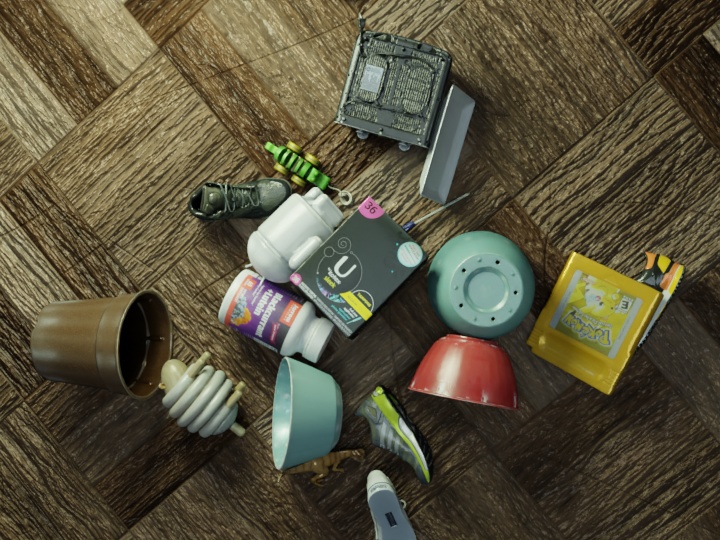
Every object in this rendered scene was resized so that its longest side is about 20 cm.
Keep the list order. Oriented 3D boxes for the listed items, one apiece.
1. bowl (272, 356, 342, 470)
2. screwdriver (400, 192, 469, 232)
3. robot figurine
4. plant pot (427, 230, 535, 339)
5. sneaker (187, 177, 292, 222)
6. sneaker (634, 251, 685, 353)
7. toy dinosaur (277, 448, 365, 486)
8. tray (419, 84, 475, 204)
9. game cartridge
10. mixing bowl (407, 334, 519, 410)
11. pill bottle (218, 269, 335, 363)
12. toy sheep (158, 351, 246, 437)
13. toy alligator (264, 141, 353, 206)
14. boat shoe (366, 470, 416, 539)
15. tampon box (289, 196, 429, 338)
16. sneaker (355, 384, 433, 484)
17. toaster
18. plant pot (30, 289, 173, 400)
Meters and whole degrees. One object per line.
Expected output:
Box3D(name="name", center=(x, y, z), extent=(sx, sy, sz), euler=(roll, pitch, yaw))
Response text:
Box3D(name="bowl", center=(-0.095, 0.261, 1.344), extent=(0.104, 0.201, 0.203), euler=(6, 93, -14))
Box3D(name="screwdriver", center=(0.114, -0.098, 1.380), extent=(0.199, 0.028, 0.029), euler=(-33, 60, 4))
Box3D(name="robot figurine", center=(-0.125, -0.058, 1.345), extent=(0.200, 0.170, 0.113), euler=(-43, 121, -1))
Box3D(name="plant pot", center=(0.218, 0.030, 1.306), extent=(0.198, 0.161, 0.203), euler=(0, 92, 5))
Box3D(name="sneaker", center=(-0.227, -0.130, 1.369), extent=(0.197, 0.114, 0.077), euler=(-6, 93, 4))
Box3D(name="sneaker", center=(0.501, 0.062, 1.335), extent=(0.090, 0.070, 0.201), euler=(33, 98, 23))
Box3D(name="toy dinosaur", center=(-0.088, 0.361, 1.372), extent=(0.198, 0.107, 0.061), euler=(-10, 57, -31))
Box3D(name="tray", center=(0.152, -0.226, 1.338), extent=(0.022, 0.107, 0.202), euler=(18, 94, 29))
Box3D(name="game cartridge", center=(0.413, 0.092, 1.320), extent=(0.175, 0.032, 0.201), euler=(29, 95, 28))
Box3D(name="mixing bowl", center=(0.191, 0.175, 1.305), extent=(0.198, 0.200, 0.110), euler=(11, 83, 5))
Box3D(name="pill bottle", center=(-0.152, 0.090, 1.369), extent=(0.199, 0.111, 0.112), euler=(27, 94, 4))
Box3D(name="toy sheep", center=(-0.292, 0.241, 1.382), extent=(0.200, 0.138, 0.138), euler=(42, 95, -3))
Box3D(name="toy alligator", center=(-0.099, -0.184, 1.382), extent=(0.199, 0.054, 0.060), euler=(34, 95, 3))
Box3D(name="boat shoe", center=(0.050, 0.453, 1.385), extent=(0.074, 0.086, 0.203), euler=(-20, 119, 1))
Box3D(name="tampon box", center=(0.000, 0.000, 1.304), extent=(0.150, 0.126, 0.200), euler=(44, 87, 5))
Box3D(name="sneaker", center=(0.067, 0.316, 1.383), extent=(0.081, 0.074, 0.201), euler=(-36, 81, 12))
Box3D(name="toaster", center=(0.061, -0.328, 1.329), extent=(0.179, 0.119, 0.202), euler=(15, 94, 4))
Box3D(name="plant pot", center=(-0.483, 0.133, 1.373), extent=(0.196, 0.200, 0.203), euler=(1, 92, 14))
